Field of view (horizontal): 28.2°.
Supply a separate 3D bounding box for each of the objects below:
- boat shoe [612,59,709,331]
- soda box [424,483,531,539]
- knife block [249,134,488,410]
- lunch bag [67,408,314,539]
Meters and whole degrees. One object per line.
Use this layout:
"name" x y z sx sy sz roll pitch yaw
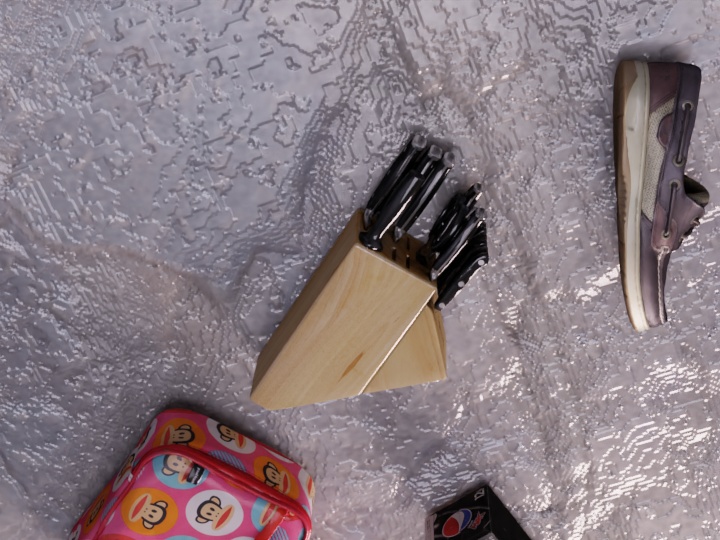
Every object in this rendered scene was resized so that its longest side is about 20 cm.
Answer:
"boat shoe" 0.212 -0.050 1.005 0.065 0.072 0.200 -3 110 9
"soda box" 0.132 0.273 1.164 0.063 0.071 0.200 -32 111 15
"knife block" 0.000 0.000 1.042 0.200 0.064 0.176 -11 114 8
"lunch bag" -0.129 0.221 1.151 0.176 0.082 0.200 29 115 -15
